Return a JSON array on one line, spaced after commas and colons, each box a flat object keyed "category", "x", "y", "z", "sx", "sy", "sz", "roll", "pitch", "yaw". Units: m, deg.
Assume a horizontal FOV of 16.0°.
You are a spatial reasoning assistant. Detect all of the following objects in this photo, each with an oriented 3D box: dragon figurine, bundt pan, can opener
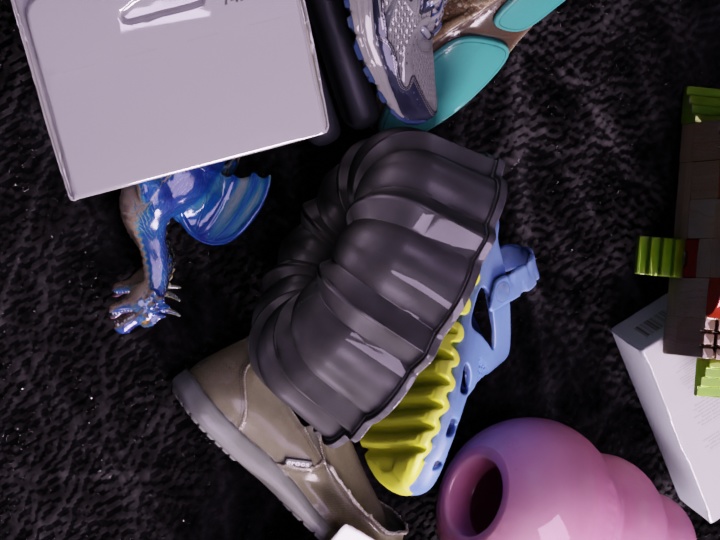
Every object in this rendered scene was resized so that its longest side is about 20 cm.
[{"category": "dragon figurine", "x": -0.094, "y": -0.055, "z": 1.519, "sx": 0.200, "sy": 0.059, "sz": 0.099, "roll": -45, "pitch": 121, "yaw": -3}, {"category": "bundt pan", "x": 0.000, "y": 0.000, "z": 1.511, "sx": 0.075, "sy": 0.202, "sz": 0.203, "roll": 30, "pitch": 95, "yaw": -16}, {"category": "can opener", "x": -0.034, "y": -0.168, "z": 1.498, "sx": 0.053, "sy": 0.067, "sz": 0.201, "roll": -23, "pitch": 109, "yaw": -12}]

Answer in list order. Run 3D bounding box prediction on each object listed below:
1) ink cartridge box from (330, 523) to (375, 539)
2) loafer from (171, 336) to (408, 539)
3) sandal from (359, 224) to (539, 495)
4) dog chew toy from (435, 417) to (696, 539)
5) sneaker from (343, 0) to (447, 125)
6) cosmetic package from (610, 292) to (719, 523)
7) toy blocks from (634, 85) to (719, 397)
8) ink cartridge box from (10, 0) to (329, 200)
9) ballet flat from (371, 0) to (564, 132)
[{"category": "ink cartridge box", "x": -0.021, "y": 0.255, "z": 1.650, "sx": 0.160, "sy": 0.047, "sz": 0.200, "roll": 32, "pitch": 107, "yaw": -30}, {"category": "loafer", "x": -0.030, "y": 0.114, "z": 1.602, "sx": 0.070, "sy": 0.075, "sz": 0.200, "roll": -45, "pitch": 121, "yaw": 1}, {"category": "sandal", "x": 0.062, "y": 0.047, "z": 1.608, "sx": 0.087, "sy": 0.079, "sz": 0.201, "roll": 19, "pitch": 87, "yaw": -39}, {"category": "dog chew toy", "x": 0.145, "y": 0.171, "z": 1.684, "sx": 0.199, "sy": 0.124, "sz": 0.125, "roll": 21, "pitch": 99, "yaw": -37}, {"category": "sneaker", "x": 0.033, "y": -0.185, "z": 1.483, "sx": 0.085, "sy": 0.077, "sz": 0.202, "roll": -7, "pitch": 100, "yaw": 11}, {"category": "cosmetic package", "x": 0.285, "y": 0.056, "z": 1.743, "sx": 0.199, "sy": 0.052, "sz": 0.151, "roll": -31, "pitch": 116, "yaw": -12}, {"category": "toy blocks", "x": 0.244, "y": -0.018, "z": 1.612, "sx": 0.099, "sy": 0.137, "sz": 0.202, "roll": 5, "pitch": 89, "yaw": -13}, {"category": "ink cartridge box", "x": -0.114, "y": -0.155, "z": 1.375, "sx": 0.146, "sy": 0.200, "sz": 0.147, "roll": -15, "pitch": 115, "yaw": -4}, {"category": "ballet flat", "x": 0.071, "y": -0.160, "z": 1.546, "sx": 0.200, "sy": 0.066, "sz": 0.070, "roll": -41, "pitch": 147, "yaw": 27}]
